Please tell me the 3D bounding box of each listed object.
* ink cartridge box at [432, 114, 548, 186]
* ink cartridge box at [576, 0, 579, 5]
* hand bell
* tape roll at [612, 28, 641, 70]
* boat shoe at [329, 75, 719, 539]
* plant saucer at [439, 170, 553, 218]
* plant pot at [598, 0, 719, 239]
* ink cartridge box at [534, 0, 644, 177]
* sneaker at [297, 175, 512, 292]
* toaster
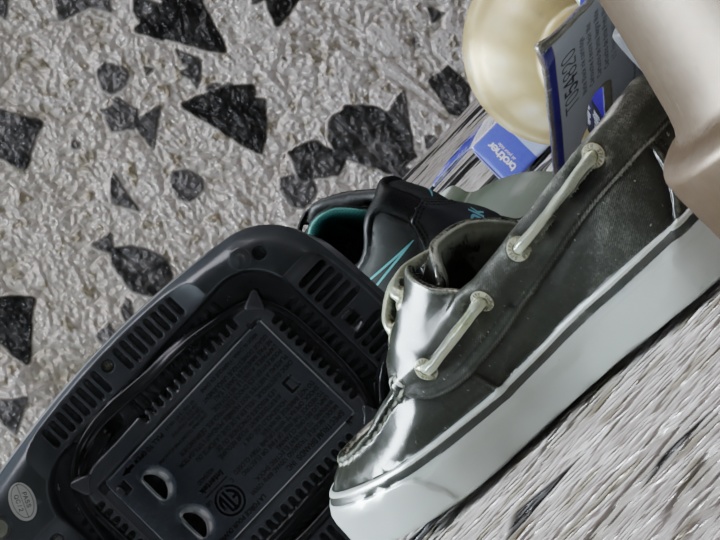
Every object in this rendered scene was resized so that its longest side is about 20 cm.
[{"bbox_3d":[0.129,-0.119,1.852,0.200,0.042,0.119,-43,3,12],"label":"ink cartridge box"},{"bbox_3d":[0.122,-0.168,1.373,0.059,0.104,0.200,-42,-14,34],"label":"ink cartridge box"},{"bbox_3d":[0.118,-0.094,1.417,0.104,0.104,0.200,-46,15,2],"label":"hand bell"},{"bbox_3d":[0.170,-0.123,0.958,0.200,0.066,0.200,-46,2,2],"label":"tape roll"},{"bbox_3d":[0.044,0.013,0.918,0.200,0.064,0.071,-44,3,38],"label":"boat shoe"},{"bbox_3d":[0.023,0.015,1.385,0.200,0.050,0.200,-47,3,3],"label":"plant saucer"},{"bbox_3d":[0.113,-0.126,0.745,0.200,0.175,0.200,-45,3,3],"label":"plant pot"},{"bbox_3d":[0.123,-0.116,1.128,0.200,0.041,0.200,-47,-20,-14],"label":"ink cartridge box"},{"bbox_3d":[0.000,0.000,1.250,0.200,0.079,0.076,-24,40,59],"label":"sneaker"},{"bbox_3d":[-0.043,0.059,1.098,0.200,0.114,0.129,-48,0,4],"label":"toaster"}]
